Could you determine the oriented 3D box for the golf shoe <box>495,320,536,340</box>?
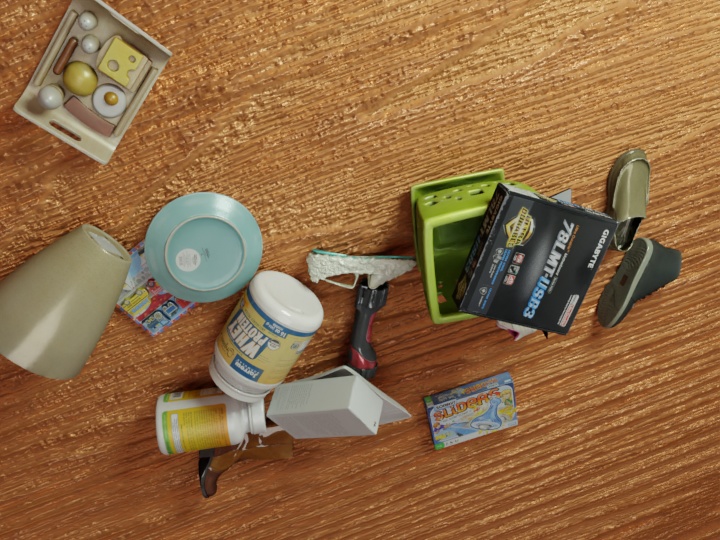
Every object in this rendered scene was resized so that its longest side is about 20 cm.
[{"bbox_3d":[0.288,0.069,1.198,0.091,0.076,0.200,-40,119,16],"label":"golf shoe"}]

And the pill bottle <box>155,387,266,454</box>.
[{"bbox_3d":[-0.284,0.283,1.176,0.196,0.112,0.113,-6,121,-8],"label":"pill bottle"}]

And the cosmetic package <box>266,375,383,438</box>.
[{"bbox_3d":[-0.068,0.262,1.159,0.197,0.072,0.102,-12,135,32],"label":"cosmetic package"}]

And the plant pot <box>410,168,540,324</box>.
[{"bbox_3d":[0.184,-0.056,1.036,0.195,0.182,0.203,-11,122,-4],"label":"plant pot"}]

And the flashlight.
[{"bbox_3d":[0.015,0.114,1.172,0.067,0.068,0.203,17,114,9],"label":"flashlight"}]

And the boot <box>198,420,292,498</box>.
[{"bbox_3d":[-0.242,0.393,1.293,0.197,0.069,0.191,-3,113,-19],"label":"boot"}]

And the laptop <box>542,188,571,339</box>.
[{"bbox_3d":[0.350,-0.019,1.081,0.198,0.115,0.190,-23,120,-29],"label":"laptop"}]

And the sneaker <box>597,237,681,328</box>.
[{"bbox_3d":[0.568,0.039,1.235,0.105,0.075,0.202,13,115,-16],"label":"sneaker"}]

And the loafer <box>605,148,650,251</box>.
[{"bbox_3d":[0.499,-0.123,1.132,0.075,0.068,0.203,-8,121,-8],"label":"loafer"}]

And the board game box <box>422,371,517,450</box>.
[{"bbox_3d":[0.245,0.311,1.350,0.197,0.035,0.137,-17,122,-2],"label":"board game box"}]

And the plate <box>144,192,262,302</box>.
[{"bbox_3d":[-0.261,-0.032,1.032,0.197,0.026,0.203,-9,118,-16],"label":"plate"}]

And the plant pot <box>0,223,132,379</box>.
[{"bbox_3d":[-0.462,0.034,0.968,0.187,0.187,0.201,40,92,-29],"label":"plant pot"}]

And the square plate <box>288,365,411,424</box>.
[{"bbox_3d":[-0.029,0.254,1.219,0.198,0.029,0.198,-24,127,40],"label":"square plate"}]

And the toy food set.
[{"bbox_3d":[-0.377,-0.270,0.864,0.142,0.061,0.201,31,110,-26],"label":"toy food set"}]

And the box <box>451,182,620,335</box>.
[{"bbox_3d":[0.266,-0.013,0.937,0.195,0.050,0.203,14,112,-14],"label":"box"}]

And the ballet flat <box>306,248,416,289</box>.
[{"bbox_3d":[0.000,0.000,1.093,0.196,0.072,0.073,4,120,-5],"label":"ballet flat"}]

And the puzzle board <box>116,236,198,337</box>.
[{"bbox_3d":[-0.342,0.015,1.064,0.199,0.017,0.151,-37,121,9],"label":"puzzle board"}]

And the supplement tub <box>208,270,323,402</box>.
[{"bbox_3d":[-0.170,0.118,1.084,0.143,0.145,0.201,25,112,-24],"label":"supplement tub"}]
